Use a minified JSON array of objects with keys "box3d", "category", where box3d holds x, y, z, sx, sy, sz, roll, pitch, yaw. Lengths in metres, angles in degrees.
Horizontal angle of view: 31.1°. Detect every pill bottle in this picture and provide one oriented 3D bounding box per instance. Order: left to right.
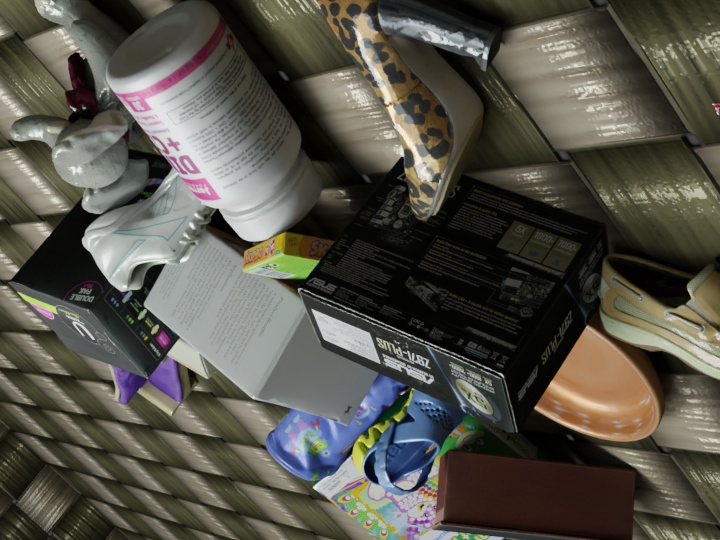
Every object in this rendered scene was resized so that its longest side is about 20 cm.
[{"box3d":[-0.123,-0.128,1.147,0.113,0.113,0.200,7,141,48],"category":"pill bottle"}]

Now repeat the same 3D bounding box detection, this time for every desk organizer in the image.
[{"box3d":[0.179,0.237,1.337,0.200,0.077,0.072,7,164,-2],"category":"desk organizer"}]

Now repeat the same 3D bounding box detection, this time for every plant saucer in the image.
[{"box3d":[0.190,0.079,1.184,0.200,0.037,0.200,30,153,17],"category":"plant saucer"}]

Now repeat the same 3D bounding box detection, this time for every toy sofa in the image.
[{"box3d":[-0.298,0.139,1.851,0.083,0.098,0.200,31,154,13],"category":"toy sofa"}]

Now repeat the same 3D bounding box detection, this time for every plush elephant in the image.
[{"box3d":[-0.256,-0.145,1.239,0.200,0.155,0.165,30,154,16],"category":"plush elephant"}]

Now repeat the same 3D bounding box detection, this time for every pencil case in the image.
[{"box3d":[-0.011,0.138,1.372,0.087,0.200,0.078,42,-164,4],"category":"pencil case"}]

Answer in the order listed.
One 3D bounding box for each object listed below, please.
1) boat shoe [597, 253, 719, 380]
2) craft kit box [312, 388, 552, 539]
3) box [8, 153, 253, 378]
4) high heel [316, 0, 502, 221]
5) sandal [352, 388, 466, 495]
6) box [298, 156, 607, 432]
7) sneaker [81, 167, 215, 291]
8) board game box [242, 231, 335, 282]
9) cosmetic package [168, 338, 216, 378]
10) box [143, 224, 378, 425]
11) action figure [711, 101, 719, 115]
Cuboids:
[{"box3d":[0.265,0.032,0.978,0.200,0.072,0.076,14,131,38],"category":"boat shoe"},{"box3d":[0.085,0.228,1.421,0.197,0.049,0.200,38,117,-17],"category":"craft kit box"},{"box3d":[-0.246,-0.009,1.404,0.148,0.200,0.124,15,149,41],"category":"box"},{"box3d":[0.022,-0.133,0.989,0.142,0.071,0.200,25,136,12],"category":"high heel"},{"box3d":[0.071,0.154,1.303,0.079,0.200,0.087,29,-163,-17],"category":"sandal"},{"box3d":[0.079,0.015,1.070,0.200,0.164,0.086,21,151,29],"category":"box"},{"box3d":[-0.176,-0.052,1.276,0.080,0.200,0.070,59,-168,19],"category":"sneaker"},{"box3d":[0.000,0.000,1.210,0.200,0.030,0.096,13,165,-25],"category":"board game box"},{"box3d":[-0.242,0.036,1.596,0.200,0.104,0.073,28,154,21],"category":"cosmetic package"},{"box3d":[-0.091,0.052,1.310,0.200,0.106,0.152,34,-174,40],"category":"box"},{"box3d":[0.302,-0.055,0.780,0.200,0.134,0.149,45,-160,12],"category":"action figure"}]
